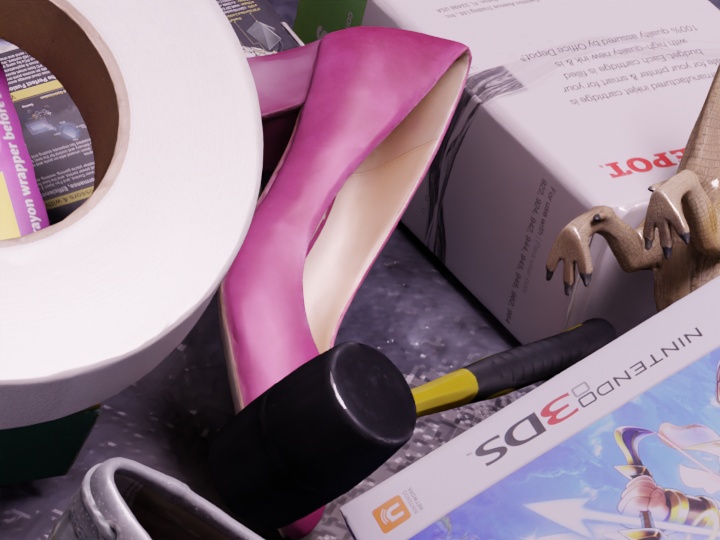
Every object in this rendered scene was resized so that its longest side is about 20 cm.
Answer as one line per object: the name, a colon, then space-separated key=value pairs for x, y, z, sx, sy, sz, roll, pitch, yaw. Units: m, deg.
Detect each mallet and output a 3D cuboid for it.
mallet: x=0.022 y=0.046 z=1.014 sx=0.200 sy=0.066 sz=0.041 roll=-10 pitch=69 yaw=-61

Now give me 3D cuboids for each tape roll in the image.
tape roll: x=-0.130 y=-0.046 z=0.964 sx=0.202 sy=0.037 sz=0.203 roll=9 pitch=60 yaw=-15

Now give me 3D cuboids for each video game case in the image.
video game case: x=0.112 y=0.103 z=0.928 sx=0.181 sy=0.045 sz=0.200 roll=-32 pitch=45 yaw=-1

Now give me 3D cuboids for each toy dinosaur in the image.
toy dinosaur: x=0.117 y=-0.013 z=1.070 sx=0.058 sy=0.200 sz=0.101 roll=5 pitch=8 yaw=37

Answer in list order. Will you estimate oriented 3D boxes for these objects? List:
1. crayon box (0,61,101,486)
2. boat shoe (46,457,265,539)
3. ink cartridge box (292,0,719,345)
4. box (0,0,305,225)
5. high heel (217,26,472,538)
crayon box: x=-0.196 y=-0.019 z=0.982 sx=0.172 sy=0.058 sz=0.200 roll=-8 pitch=65 yaw=-24
boat shoe: x=0.001 y=0.123 z=0.823 sx=0.202 sy=0.065 sz=0.074 roll=32 pitch=36 yaw=-1
ink cartridge box: x=0.084 y=-0.058 z=1.191 sx=0.145 sy=0.084 sz=0.200 roll=-12 pitch=43 yaw=-33
box: x=-0.120 y=-0.068 z=1.133 sx=0.200 sy=0.049 sz=0.161 roll=-20 pitch=53 yaw=-35
high heel: x=0.000 y=0.000 z=1.048 sx=0.096 sy=0.067 sz=0.200 roll=-7 pitch=51 yaw=3
